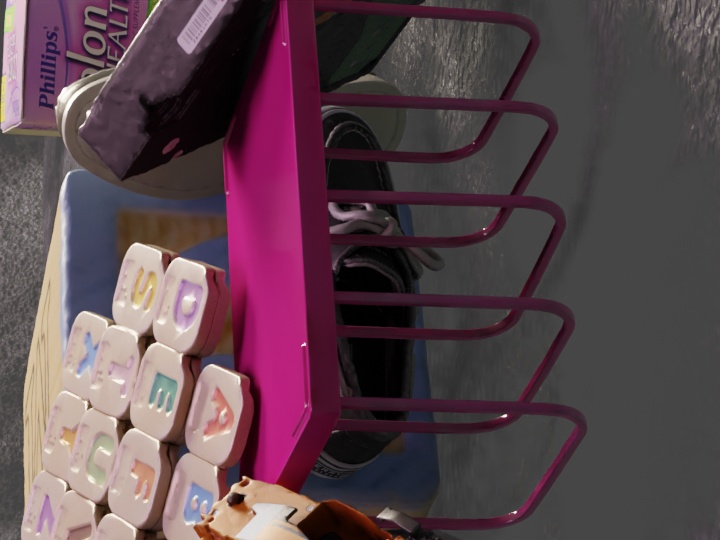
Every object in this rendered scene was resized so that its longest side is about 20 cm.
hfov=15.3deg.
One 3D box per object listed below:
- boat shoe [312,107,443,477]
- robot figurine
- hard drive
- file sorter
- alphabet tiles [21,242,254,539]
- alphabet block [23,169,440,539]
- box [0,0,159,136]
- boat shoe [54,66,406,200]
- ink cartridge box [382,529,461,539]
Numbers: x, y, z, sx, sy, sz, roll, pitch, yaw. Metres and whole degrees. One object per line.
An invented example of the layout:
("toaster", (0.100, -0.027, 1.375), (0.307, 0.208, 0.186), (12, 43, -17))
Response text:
("boat shoe", (-0.002, -0.001, 1.311), (0.068, 0.074, 0.200), (-37, 39, 47))
("robot figurine", (0.019, 0.152, 1.037), (0.200, 0.058, 0.145), (20, 147, 52))
("hard drive", (-0.029, -0.123, 1.222), (0.038, 0.200, 0.140), (48, 129, 12))
("file sorter", (0.018, 0.000, 1.147), (0.139, 0.125, 0.200), (116, 153, -60))
("alphabet tiles", (-0.107, 0.089, 1.209), (0.196, 0.015, 0.200), (19, 95, 60))
("alphabet block", (-0.076, 0.085, 1.424), (0.200, 0.195, 0.197), (111, 161, -53))
("box", (-0.112, -0.127, 1.622), (0.176, 0.200, 0.097), (-173, 85, -79))
("boat shoe", (-0.073, -0.081, 1.385), (0.060, 0.201, 0.072), (37, 122, 48))
("ink cartridge box", (-0.029, 0.222, 1.233), (0.047, 0.160, 0.200), (11, 98, 52))
